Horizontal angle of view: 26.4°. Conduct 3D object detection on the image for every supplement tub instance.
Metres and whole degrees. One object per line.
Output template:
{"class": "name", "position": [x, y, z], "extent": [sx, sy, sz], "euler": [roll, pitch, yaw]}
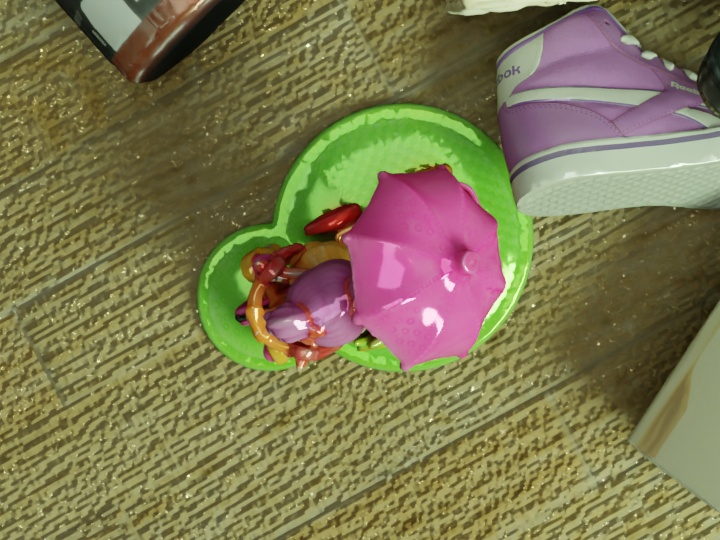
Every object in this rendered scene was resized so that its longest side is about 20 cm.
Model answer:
{"class": "supplement tub", "position": [-0.146, -0.203, 0.800], "extent": [0.107, 0.107, 0.200], "euler": [-42, 94, 4]}

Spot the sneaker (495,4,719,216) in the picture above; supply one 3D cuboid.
{"class": "sneaker", "position": [0.168, -0.095, 0.830], "extent": [0.198, 0.073, 0.116], "euler": [-2, 66, -18]}

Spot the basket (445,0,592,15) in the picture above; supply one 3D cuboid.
{"class": "basket", "position": [0.128, -0.203, 0.789], "extent": [0.197, 0.136, 0.125], "euler": [-6, 99, 0]}

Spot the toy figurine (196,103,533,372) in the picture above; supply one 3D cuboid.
{"class": "toy figurine", "position": [0.000, 0.000, 0.780], "extent": [0.198, 0.184, 0.152], "euler": [-22, 95, 3]}

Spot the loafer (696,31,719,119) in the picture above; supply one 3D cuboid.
{"class": "loafer", "position": [0.228, -0.103, 0.776], "extent": [0.199, 0.072, 0.073], "euler": [-20, 73, -40]}

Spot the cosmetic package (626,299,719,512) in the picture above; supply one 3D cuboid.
{"class": "cosmetic package", "position": [0.238, 0.037, 0.817], "extent": [0.071, 0.105, 0.201], "euler": [36, 94, 36]}
